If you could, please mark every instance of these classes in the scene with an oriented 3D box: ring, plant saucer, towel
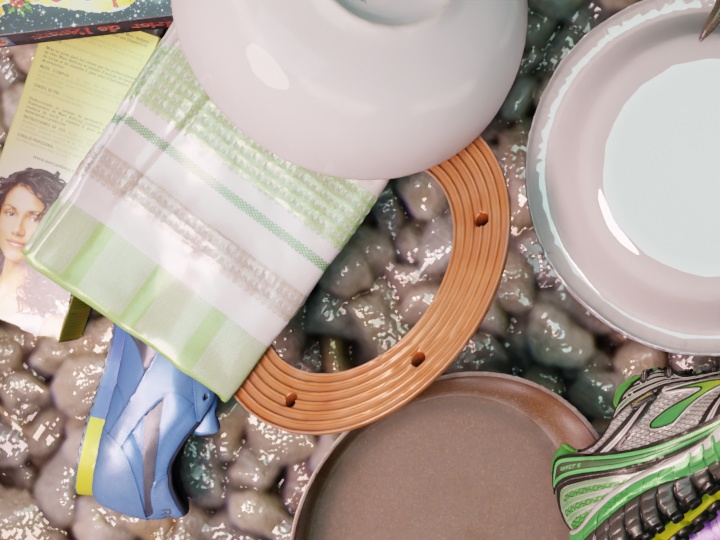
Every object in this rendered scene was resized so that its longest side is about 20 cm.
[{"bbox_3d":[0.000,0.000,0.929,0.199,0.019,0.202,-19,54,29],"label":"ring"},{"bbox_3d":[0.052,0.151,0.933,0.199,0.032,0.202,-3,102,-17],"label":"plant saucer"},{"bbox_3d":[-0.074,-0.049,0.915,0.149,0.031,0.201,35,91,-2],"label":"towel"}]

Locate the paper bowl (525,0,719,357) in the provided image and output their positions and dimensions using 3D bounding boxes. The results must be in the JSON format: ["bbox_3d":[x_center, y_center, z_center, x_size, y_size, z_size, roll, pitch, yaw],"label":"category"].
[{"bbox_3d":[0.189,-0.054,0.909,0.199,0.104,0.202,0,89,10],"label":"paper bowl"}]

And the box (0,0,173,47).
[{"bbox_3d":[-0.130,-0.206,0.945,0.199,0.038,0.138,-7,88,-1],"label":"box"}]

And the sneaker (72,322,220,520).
[{"bbox_3d":[-0.109,0.048,0.980,0.078,0.066,0.201,14,95,6],"label":"sneaker"}]

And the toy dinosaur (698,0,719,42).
[{"bbox_3d":[0.220,-0.193,0.902,0.102,0.077,0.201,26,75,28],"label":"toy dinosaur"}]

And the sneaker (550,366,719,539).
[{"bbox_3d":[0.178,0.073,0.870,0.200,0.078,0.085,-39,59,16],"label":"sneaker"}]

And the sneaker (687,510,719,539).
[{"bbox_3d":[0.206,0.117,0.917,0.083,0.081,0.201,34,95,10],"label":"sneaker"}]

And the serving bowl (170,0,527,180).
[{"bbox_3d":[0.003,-0.152,0.880,0.199,0.066,0.202,5,73,-16],"label":"serving bowl"}]

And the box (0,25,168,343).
[{"bbox_3d":[-0.173,-0.063,0.996,0.075,0.050,0.201,18,93,8],"label":"box"}]
